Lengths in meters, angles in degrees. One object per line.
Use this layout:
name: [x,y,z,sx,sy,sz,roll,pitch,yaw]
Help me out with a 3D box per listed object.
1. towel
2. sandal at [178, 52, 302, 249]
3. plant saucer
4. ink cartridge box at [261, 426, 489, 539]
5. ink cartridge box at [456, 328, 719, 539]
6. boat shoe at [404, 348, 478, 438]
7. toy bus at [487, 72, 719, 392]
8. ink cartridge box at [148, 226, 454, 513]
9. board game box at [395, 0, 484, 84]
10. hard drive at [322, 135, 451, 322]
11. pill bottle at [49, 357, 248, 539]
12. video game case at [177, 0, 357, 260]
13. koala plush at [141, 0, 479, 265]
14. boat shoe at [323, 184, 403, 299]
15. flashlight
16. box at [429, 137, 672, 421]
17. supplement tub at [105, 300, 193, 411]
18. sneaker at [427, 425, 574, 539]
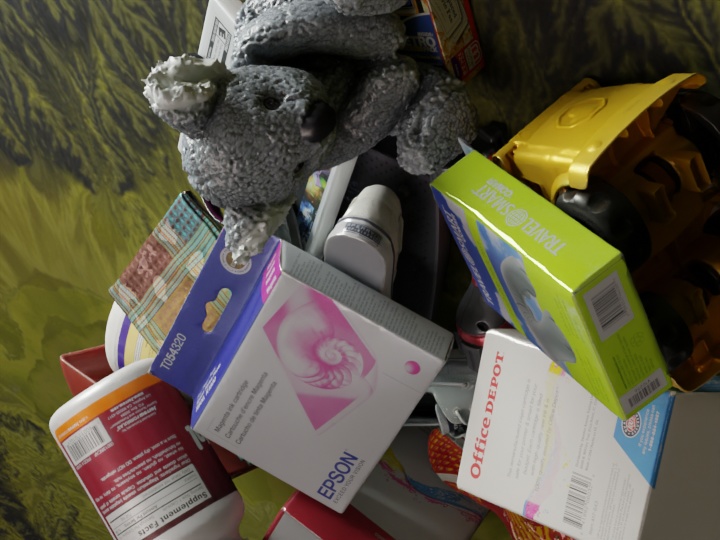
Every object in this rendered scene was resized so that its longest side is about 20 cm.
towel: [-0.118,0.050,1.485,0.200,0.022,0.147,48,126,10]
sandal: [-0.114,-0.081,1.455,0.201,0.048,0.075,60,150,6]
plant saucer: [-0.168,0.136,1.677,0.199,0.199,0.037,33,105,15]
ink cartridge box: [0.022,0.214,1.557,0.144,0.200,0.146,37,144,6]
ink cartridge box: [0.176,0.123,1.334,0.199,0.125,0.130,20,102,43]
boat shoe: [0.076,0.107,1.471,0.199,0.072,0.070,1,142,17]
toy bus: [0.177,-0.033,1.247,0.191,0.136,0.201,12,137,54]
ink cartridge box: [-0.056,0.078,1.400,0.199,0.043,0.197,28,128,-4]
board game box: [-0.004,-0.230,1.286,0.151,0.046,0.201,10,132,37]
hard drive: [0.015,-0.032,1.459,0.134,0.042,0.201,27,139,23]
pill bottle: [-0.170,0.185,1.509,0.201,0.113,0.113,59,143,5]
video game case: [-0.079,-0.102,1.456,0.182,0.023,0.200,51,148,21]
koala plush: [-0.054,-0.111,1.240,0.183,0.200,0.178,2,128,44]
boat shoe: [0.000,0.000,1.414,0.070,0.070,0.200,22,150,8]
flashlight: [0.091,-0.013,1.380,0.067,0.068,0.201,-1,130,20]
box: [0.120,0.001,1.184,0.200,0.048,0.122,42,164,51]
supplement tub: [-0.113,0.072,1.593,0.199,0.145,0.146,26,140,24]
sneaker: [0.143,0.183,1.467,0.200,0.077,0.073,46,142,28]
